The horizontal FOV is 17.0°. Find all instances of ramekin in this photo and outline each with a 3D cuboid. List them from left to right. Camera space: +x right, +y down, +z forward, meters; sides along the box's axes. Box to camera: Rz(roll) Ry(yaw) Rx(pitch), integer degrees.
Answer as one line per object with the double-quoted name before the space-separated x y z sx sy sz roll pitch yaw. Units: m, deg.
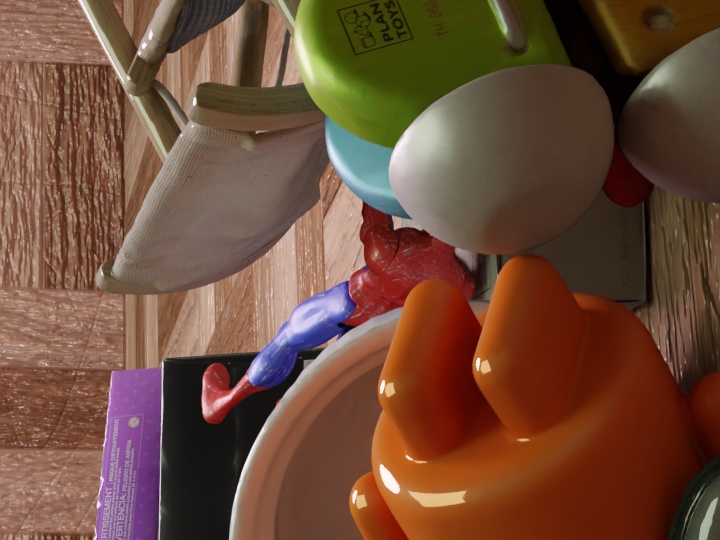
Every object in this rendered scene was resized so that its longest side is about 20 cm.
"ramekin" 0.044 0.106 1.011 0.098 0.199 0.202 -114 28 -82

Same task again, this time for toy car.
"toy car" 0.069 -0.079 0.918 0.150 0.199 0.176 102 150 -57

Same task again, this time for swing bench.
"swing bench" -0.052 -0.116 1.065 0.199 0.129 0.201 131 130 -62

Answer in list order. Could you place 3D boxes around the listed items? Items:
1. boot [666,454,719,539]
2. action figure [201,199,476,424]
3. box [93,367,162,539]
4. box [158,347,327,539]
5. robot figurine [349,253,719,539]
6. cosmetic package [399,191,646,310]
"boot" 0.156 0.168 0.802 0.131 0.067 0.201 -151 58 -69
"action figure" 0.000 0.000 1.143 0.200 0.065 0.099 -39 33 46
"box" -0.093 0.158 1.337 0.200 0.039 0.137 61 -151 -57
"box" -0.020 0.134 1.301 0.200 0.124 0.149 46 -138 -69
"robot figurine" 0.080 0.090 0.890 0.200 0.144 0.117 59 173 -30
"cosmetic package" 0.074 -0.016 1.171 0.200 0.073 0.104 142 128 -75
